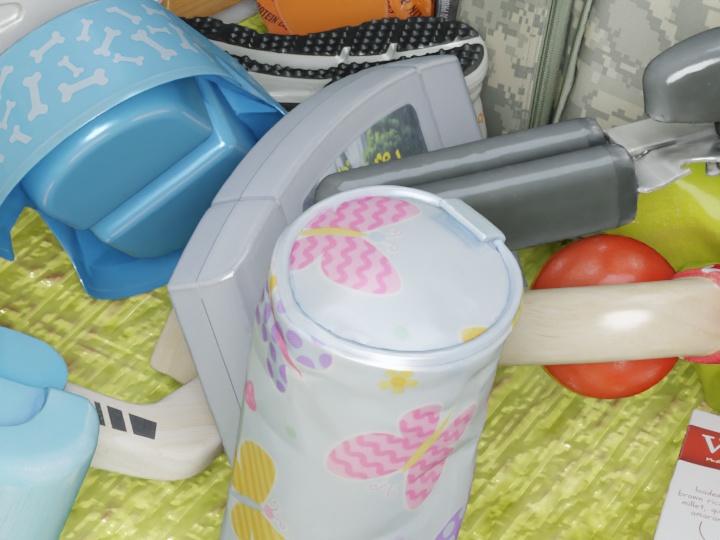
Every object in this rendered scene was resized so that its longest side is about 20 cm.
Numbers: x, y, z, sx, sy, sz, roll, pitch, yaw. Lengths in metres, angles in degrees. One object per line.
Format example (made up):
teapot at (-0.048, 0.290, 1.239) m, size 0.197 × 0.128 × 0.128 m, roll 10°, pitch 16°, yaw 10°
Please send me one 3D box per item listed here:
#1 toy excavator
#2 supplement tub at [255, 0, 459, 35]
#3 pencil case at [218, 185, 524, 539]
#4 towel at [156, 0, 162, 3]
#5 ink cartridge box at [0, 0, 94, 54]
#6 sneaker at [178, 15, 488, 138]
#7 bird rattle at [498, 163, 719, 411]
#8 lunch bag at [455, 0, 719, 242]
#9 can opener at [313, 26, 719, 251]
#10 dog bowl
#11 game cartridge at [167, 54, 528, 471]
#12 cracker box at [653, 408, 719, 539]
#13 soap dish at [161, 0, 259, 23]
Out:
toy excavator at (-0.121, 0.060, 1.083) m, size 0.199 × 0.100 × 0.195 m, roll 20°, pitch 33°, yaw -12°
supplement tub at (0.046, -0.163, 1.390) m, size 0.122 × 0.123 × 0.200 m, roll 31°, pitch 40°, yaw 26°
pencil case at (0.002, 0.066, 1.004) m, size 0.090 × 0.201 × 0.083 m, roll -18°, pitch 50°, yaw -24°
towel at (-0.201, -0.124, 1.308) m, size 0.199 × 0.030 × 0.146 m, roll 25°, pitch 51°, yaw 27°
ink cartridge box at (-0.189, -0.120, 1.200) m, size 0.144 × 0.085 × 0.200 m, roll -30°, pitch 39°, yaw -13°
sneaker at (-0.039, -0.062, 1.282) m, size 0.199 × 0.080 × 0.074 m, roll 4°, pitch 39°, yaw 20°
bird rattle at (0.120, 0.023, 1.125) m, size 0.162 × 0.114 × 0.200 m, roll -7°, pitch 10°, yaw -7°
lunch bag at (0.139, -0.102, 1.265) m, size 0.139 × 0.201 × 0.167 m, roll -22°, pitch 46°, yaw -40°
can opener at (0.079, -0.046, 1.095) m, size 0.199 × 0.067 × 0.053 m, roll -17°, pitch 25°, yaw -12°
dog bowl at (-0.089, -0.048, 1.147) m, size 0.050 × 0.111 × 0.200 m, roll 56°, pitch 8°, yaw 18°
game cartridge at (0.000, 0.000, 1.149) m, size 0.041 × 0.134 × 0.200 m, roll -8°, pitch 24°, yaw 34°
cracker box at (0.160, 0.143, 1.058) m, size 0.133 × 0.058 × 0.200 m, roll 15°, pitch 35°, yaw 7°
soap dish at (-0.085, -0.192, 1.429) m, size 0.157 × 0.082 × 0.200 m, roll 31°, pitch 39°, yaw 26°
